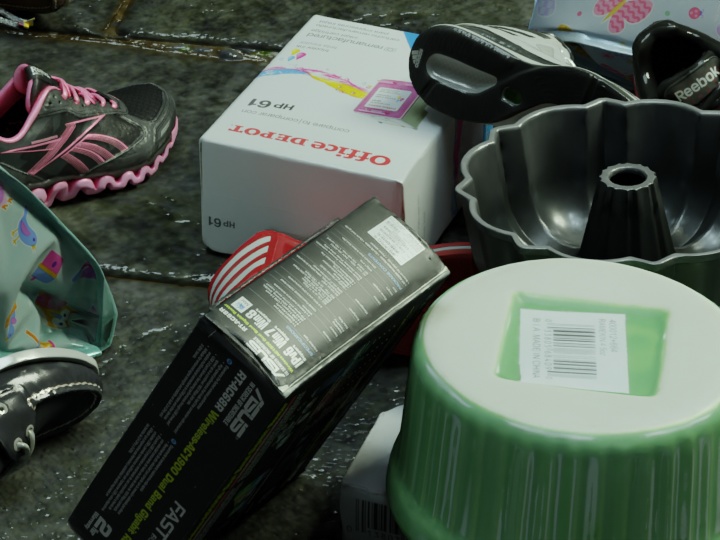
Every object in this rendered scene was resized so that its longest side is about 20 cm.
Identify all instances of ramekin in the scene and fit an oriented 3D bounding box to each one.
[{"bbox_3d":[0.114,0.078,1.393,0.199,0.098,0.200,1,31,-1],"label":"ramekin"}]

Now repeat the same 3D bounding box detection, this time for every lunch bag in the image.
[{"bbox_3d":[-0.255,-0.015,1.586,0.170,0.200,0.122,23,81,34],"label":"lunch bag"},{"bbox_3d":[0.230,-0.210,1.869,0.199,0.171,0.127,15,-8,19],"label":"lunch bag"}]

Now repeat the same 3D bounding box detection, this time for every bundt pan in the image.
[{"bbox_3d":[0.156,-0.023,1.549,0.200,0.076,0.202,-3,31,2],"label":"bundt pan"}]

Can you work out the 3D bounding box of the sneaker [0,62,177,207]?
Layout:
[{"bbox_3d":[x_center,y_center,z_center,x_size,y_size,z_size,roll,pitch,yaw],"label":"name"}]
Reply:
[{"bbox_3d":[-0.201,-0.098,1.771,0.079,0.096,0.199,25,38,38],"label":"sneaker"}]

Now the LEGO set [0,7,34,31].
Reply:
[{"bbox_3d":[-0.322,-0.155,1.808,0.153,0.116,0.200,22,31,1],"label":"LEGO set"}]

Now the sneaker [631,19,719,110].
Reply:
[{"bbox_3d":[0.235,-0.086,1.711,0.071,0.098,0.201,-35,61,3],"label":"sneaker"}]

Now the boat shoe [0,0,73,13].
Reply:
[{"bbox_3d":[-0.302,-0.224,2.011,0.202,0.075,0.075,18,49,37],"label":"boat shoe"}]

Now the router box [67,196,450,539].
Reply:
[{"bbox_3d":[-0.056,0.068,1.399,0.062,0.200,0.150,44,44,9],"label":"router box"}]

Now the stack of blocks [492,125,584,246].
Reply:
[{"bbox_3d":[0.152,-0.035,1.702,0.114,0.059,0.200,-13,34,-19],"label":"stack of blocks"}]

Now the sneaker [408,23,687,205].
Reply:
[{"bbox_3d":[0.140,-0.111,1.700,0.200,0.076,0.115,30,27,20],"label":"sneaker"}]

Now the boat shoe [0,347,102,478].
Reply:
[{"bbox_3d":[-0.219,0.093,1.480,0.199,0.074,0.060,-10,52,-44],"label":"boat shoe"}]

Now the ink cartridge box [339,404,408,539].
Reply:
[{"bbox_3d":[0.094,0.098,1.496,0.161,0.057,0.200,10,37,16],"label":"ink cartridge box"}]

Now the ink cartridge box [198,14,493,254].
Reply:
[{"bbox_3d":[-0.003,-0.081,1.754,0.144,0.085,0.200,12,34,18],"label":"ink cartridge box"}]

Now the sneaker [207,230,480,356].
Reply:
[{"bbox_3d":[0.000,0.000,1.629,0.199,0.079,0.116,-9,34,-18],"label":"sneaker"}]
